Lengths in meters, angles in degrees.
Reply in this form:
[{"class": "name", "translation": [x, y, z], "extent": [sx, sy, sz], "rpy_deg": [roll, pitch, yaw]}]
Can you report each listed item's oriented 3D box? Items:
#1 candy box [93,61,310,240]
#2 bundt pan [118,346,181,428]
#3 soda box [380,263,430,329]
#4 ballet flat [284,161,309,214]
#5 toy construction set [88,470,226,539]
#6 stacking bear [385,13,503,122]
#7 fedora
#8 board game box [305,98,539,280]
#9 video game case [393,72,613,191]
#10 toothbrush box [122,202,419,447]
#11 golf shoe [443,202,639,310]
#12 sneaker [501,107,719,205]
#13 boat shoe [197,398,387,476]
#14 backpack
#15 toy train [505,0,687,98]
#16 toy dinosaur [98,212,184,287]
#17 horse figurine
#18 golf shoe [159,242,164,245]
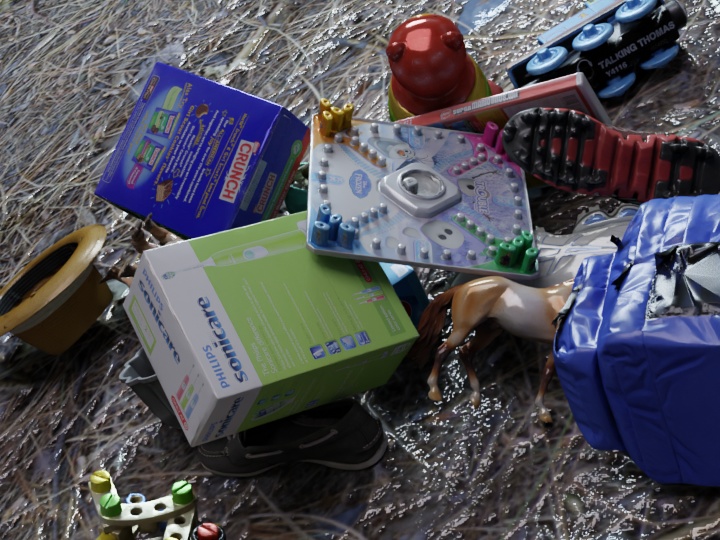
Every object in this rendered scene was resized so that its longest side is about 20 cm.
[{"class": "candy box", "translation": [-0.171, -0.117, 1.577], "extent": [0.199, 0.077, 0.170], "rpy_deg": [24, 86, 35]}, {"class": "bundt pan", "translation": [-0.122, 0.078, 1.355], "extent": [0.201, 0.076, 0.202], "rpy_deg": [-29, 12, 7]}, {"class": "soda box", "translation": [0.000, 0.000, 1.408], "extent": [0.064, 0.068, 0.200], "rpy_deg": [-32, 33, -6]}, {"class": "ballet flat", "translation": [-0.006, -0.095, 1.537], "extent": [0.199, 0.071, 0.067], "rpy_deg": [-3, 37, 34]}, {"class": "toy construction set", "translation": [-0.178, 0.253, 1.186], "extent": [0.130, 0.092, 0.201], "rpy_deg": [2, 47, 3]}, {"class": "stacking bear", "translation": [0.075, -0.180, 1.423], "extent": [0.121, 0.200, 0.114], "rpy_deg": [-4, 67, 10]}, {"class": "fedora", "translation": [-0.334, 0.036, 1.586], "extent": [0.200, 0.082, 0.201], "rpy_deg": [-35, 19, 14]}, {"class": "board game box", "translation": [0.054, -0.077, 1.272], "extent": [0.199, 0.026, 0.201], "rpy_deg": [7, 40, -6]}, {"class": "video game case", "translation": [0.144, -0.121, 1.393], "extent": [0.199, 0.143, 0.018], "rpy_deg": [-13, 56, 24]}, {"class": "toothbrush box", "translation": [-0.075, 0.041, 1.211], "extent": [0.199, 0.086, 0.146], "rpy_deg": [-15, 64, -33]}, {"class": "golf shoe", "translation": [0.168, 0.010, 1.266], "extent": [0.199, 0.078, 0.098], "rpy_deg": [-21, 40, 15]}, {"class": "sneaker", "translation": [0.222, -0.099, 1.306], "extent": [0.199, 0.071, 0.098], "rpy_deg": [12, 2, -1]}, {"class": "boat shoe", "translation": [-0.069, 0.141, 1.283], "extent": [0.199, 0.057, 0.067], "rpy_deg": [-6, 40, 31]}, {"class": "backpack", "translation": [0.241, 0.035, 1.080], "extent": [0.167, 0.163, 0.200], "rpy_deg": [3, 41, 25]}, {"class": "toy train", "translation": [0.246, -0.231, 1.520], "extent": [0.199, 0.087, 0.114], "rpy_deg": [-30, 24, 3]}, {"class": "toy dinosaur", "translation": [-0.189, 0.013, 1.512], "extent": [0.086, 0.135, 0.200], "rpy_deg": [-61, 16, -18]}, {"class": "horse figurine", "translation": [0.129, 0.053, 1.193], "extent": [0.199, 0.050, 0.133], "rpy_deg": [8, 83, 20]}, {"class": "golf shoe", "translation": [-0.174, -0.105, 1.667], "extent": [0.077, 0.088, 0.200], "rpy_deg": [10, 52, 43]}]
